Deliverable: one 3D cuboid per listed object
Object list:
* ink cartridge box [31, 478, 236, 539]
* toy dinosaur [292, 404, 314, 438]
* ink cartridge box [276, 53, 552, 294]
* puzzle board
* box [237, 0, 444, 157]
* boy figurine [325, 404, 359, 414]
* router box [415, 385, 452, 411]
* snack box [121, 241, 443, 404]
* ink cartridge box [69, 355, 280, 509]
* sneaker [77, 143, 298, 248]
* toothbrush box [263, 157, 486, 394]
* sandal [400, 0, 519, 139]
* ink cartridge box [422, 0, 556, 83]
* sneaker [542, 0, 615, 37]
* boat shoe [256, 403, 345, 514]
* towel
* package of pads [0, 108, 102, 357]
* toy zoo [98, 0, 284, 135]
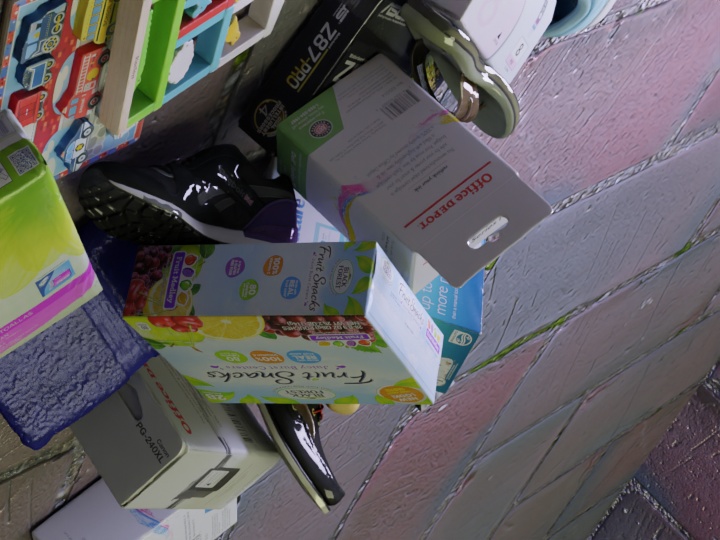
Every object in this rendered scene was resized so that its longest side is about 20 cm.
[{"bbox_3d":[-0.225,0.258,1.831,0.200,0.085,0.145,-38,159,-23],"label":"ink cartridge box"},{"bbox_3d":[-0.100,0.052,1.588,0.101,0.200,0.058,-53,-170,-12],"label":"toy dinosaur"},{"bbox_3d":[0.041,-0.063,1.416,0.117,0.200,0.067,-36,156,-23],"label":"ink cartridge box"},{"bbox_3d":[-0.190,-0.131,1.242,0.150,0.017,0.201,-29,155,-37],"label":"puzzle board"},{"bbox_3d":[0.002,-0.162,1.512,0.162,0.049,0.200,-54,158,13],"label":"box"},{"bbox_3d":[-0.013,0.068,1.628,0.064,0.125,0.200,-1,-176,0],"label":"boy figurine"},{"bbox_3d":[0.029,0.040,1.810,0.051,0.149,0.200,-38,160,-15],"label":"router box"},{"bbox_3d":[-0.055,0.043,1.399,0.169,0.198,0.068,54,41,-57],"label":"snack box"},{"bbox_3d":[-0.173,0.127,1.584,0.083,0.146,0.200,-41,161,11],"label":"ink cartridge box"},{"bbox_3d":[-0.130,-0.060,1.387,0.075,0.088,0.199,-13,155,42],"label":"sneaker"},{"bbox_3d":[0.000,0.000,1.542,0.147,0.199,0.086,-82,-167,-47],"label":"toothbrush box"},{"bbox_3d":[0.069,-0.157,1.481,0.058,0.080,0.201,-54,150,-3],"label":"sandal"},{"bbox_3d":[0.139,-0.267,1.506,0.201,0.057,0.162,-53,156,0],"label":"ink cartridge box"},{"bbox_3d":[0.213,-0.284,1.654,0.082,0.074,0.201,-32,156,-39],"label":"sneaker"},{"bbox_3d":[-0.064,0.119,1.624,0.063,0.202,0.074,-27,166,-7],"label":"boat shoe"},{"bbox_3d":[-0.219,0.035,1.436,0.200,0.049,0.148,-40,136,-13],"label":"towel"},{"bbox_3d":[-0.269,-0.006,1.230,0.154,0.068,0.200,-32,156,-12],"label":"package of pads"},{"bbox_3d":[-0.100,-0.188,1.272,0.200,0.020,0.132,-40,161,-37],"label":"toy zoo"}]
